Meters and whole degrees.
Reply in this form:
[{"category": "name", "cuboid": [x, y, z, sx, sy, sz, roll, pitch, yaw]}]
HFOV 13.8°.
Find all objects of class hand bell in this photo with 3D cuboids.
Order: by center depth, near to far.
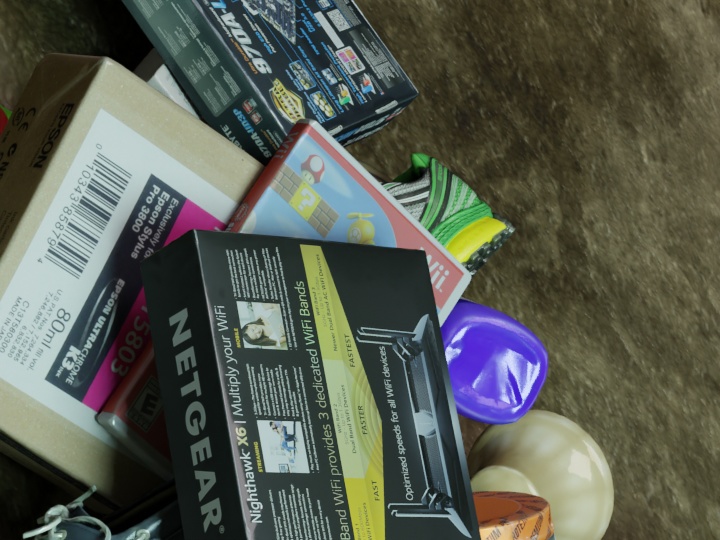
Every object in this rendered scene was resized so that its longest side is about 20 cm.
[{"category": "hand bell", "cuboid": [0.072, 0.153, 1.817, 0.104, 0.104, 0.200, 61, 26, 6]}]

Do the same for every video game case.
[{"category": "video game case", "cuboid": [-0.037, 0.040, 1.589, 0.143, 0.017, 0.200, 43, 70, -30]}]

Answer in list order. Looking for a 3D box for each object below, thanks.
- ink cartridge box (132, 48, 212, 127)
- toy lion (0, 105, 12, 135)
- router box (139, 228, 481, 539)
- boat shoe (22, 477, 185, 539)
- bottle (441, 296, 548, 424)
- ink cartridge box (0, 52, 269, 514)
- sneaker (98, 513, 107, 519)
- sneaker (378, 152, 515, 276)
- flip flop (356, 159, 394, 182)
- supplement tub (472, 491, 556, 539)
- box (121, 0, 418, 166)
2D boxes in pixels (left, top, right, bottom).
[{"category": "ink cartridge box", "cuboid": [-0.066, -0.056, 1.864, 0.200, 0.067, 0.117, 50, 33, -12]}, {"category": "toy lion", "cuboid": [-0.232, -0.046, 1.646, 0.191, 0.069, 0.200, 22, 46, -34]}, {"category": "router box", "cuboid": [-0.022, 0.084, 1.508, 0.157, 0.052, 0.201, 6, 66, -40]}, {"category": "boat shoe", "cuboid": [-0.132, 0.143, 1.510, 0.075, 0.200, 0.062, -146, -144, -78]}, {"category": "bottle", "cuboid": [0.043, 0.042, 1.836, 0.083, 0.065, 0.200, 27, -1, -24]}, {"category": "ink cartridge box", "cuboid": [-0.136, 0.010, 1.572, 0.165, 0.075, 0.200, 34, 75, -32]}, {"category": "sneaker", "cuboid": [-0.113, 0.163, 1.621, 0.099, 0.070, 0.200, 35, 44, 18]}, {"category": "sneaker", "cuboid": [0.000, 0.000, 1.703, 0.085, 0.078, 0.200, 45, 43, 8]}, {"category": "flip flop", "cuboid": [-0.008, -0.021, 1.787, 0.200, 0.081, 0.058, 20, 56, -48]}, {"category": "supplement tub", "cuboid": [0.069, 0.233, 1.683, 0.122, 0.122, 0.201, -18, 106, -57]}, {"category": "box", "cuboid": [-0.069, -0.160, 1.845, 0.200, 0.046, 0.159, 54, 33, 4]}]
